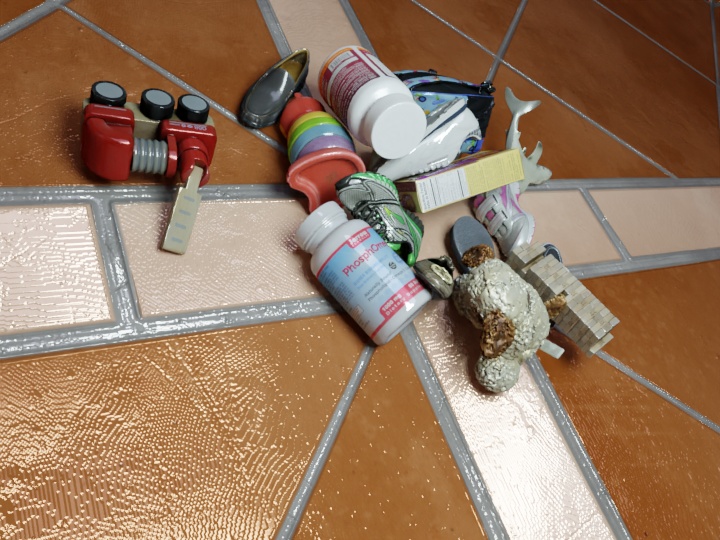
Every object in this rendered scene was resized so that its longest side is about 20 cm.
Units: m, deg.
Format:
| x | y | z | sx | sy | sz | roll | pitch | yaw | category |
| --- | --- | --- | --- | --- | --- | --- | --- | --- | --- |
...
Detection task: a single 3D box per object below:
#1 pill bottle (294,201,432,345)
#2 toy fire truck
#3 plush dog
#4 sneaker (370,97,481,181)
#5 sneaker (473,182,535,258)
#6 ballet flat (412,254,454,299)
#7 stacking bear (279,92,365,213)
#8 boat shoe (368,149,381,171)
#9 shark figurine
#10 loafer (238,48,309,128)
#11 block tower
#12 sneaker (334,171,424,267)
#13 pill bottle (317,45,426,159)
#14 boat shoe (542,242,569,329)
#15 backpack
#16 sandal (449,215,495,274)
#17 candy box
| x | y | z | sx | sy | sz | roll | pitch | yaw | category |
| --- | --- | --- | --- | --- | --- | --- | --- | --- | --- |
| 0.000 | 0.000 | 0.929 | 0.200 | 0.109 | 0.109 | 47 | 47 | 10 | pill bottle |
| -0.283 | -0.138 | 0.881 | 0.175 | 0.129 | 0.201 | 3 | 45 | -28 | toy fire truck |
| 0.207 | 0.053 | 0.937 | 0.172 | 0.160 | 0.201 | 38 | 33 | -53 | plush dog |
| 0.104 | -0.189 | 1.043 | 0.081 | 0.199 | 0.076 | 53 | 0 | -22 | sneaker |
| 0.248 | -0.101 | 1.173 | 0.088 | 0.082 | 0.201 | 11 | 44 | -20 | sneaker |
| 0.117 | 0.002 | 0.962 | 0.067 | 0.046 | 0.200 | 49 | 9 | 4 | ballet flat |
| -0.073 | -0.204 | 1.044 | 0.122 | 0.113 | 0.201 | 53 | 10 | -50 | stacking bear |
| 0.105 | -0.178 | 1.164 | 0.199 | 0.064 | 0.073 | 5 | 17 | -33 | boat shoe |
| 0.300 | -0.239 | 1.289 | 0.128 | 0.215 | 0.089 | -42 | 40 | -15 | shark figurine |
| -0.145 | -0.316 | 1.110 | 0.072 | 0.072 | 0.201 | 30 | 48 | -7 | loafer |
| 0.320 | 0.040 | 1.039 | 0.054 | 0.058 | 0.200 | -30 | 67 | -25 | block tower |
| 0.034 | -0.075 | 0.990 | 0.200 | 0.078 | 0.086 | 39 | 43 | -36 | sneaker |
| 0.016 | -0.261 | 1.009 | 0.109 | 0.110 | 0.200 | -1 | 38 | -30 | pill bottle |
| 0.334 | 0.016 | 1.135 | 0.071 | 0.068 | 0.201 | 30 | 47 | -6 | boat shoe |
| 0.114 | -0.283 | 1.156 | 0.199 | 0.136 | 0.182 | -12 | 29 | -42 | backpack |
| 0.200 | 0.003 | 1.094 | 0.076 | 0.043 | 0.201 | -13 | 73 | -28 | sandal |
| 0.157 | -0.150 | 1.087 | 0.199 | 0.117 | 0.057 | -18 | 103 | -18 | candy box |
